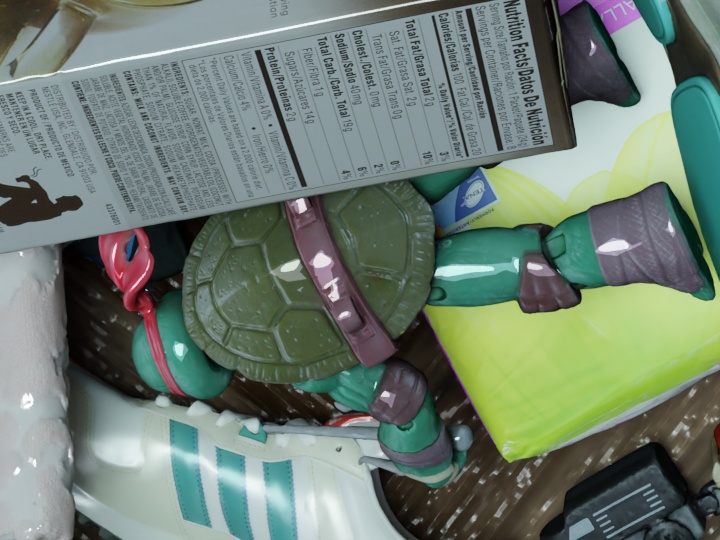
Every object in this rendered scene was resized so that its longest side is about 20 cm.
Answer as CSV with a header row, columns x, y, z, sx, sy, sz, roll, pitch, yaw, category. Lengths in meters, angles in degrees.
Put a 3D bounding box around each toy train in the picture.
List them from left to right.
x,y,z,sx,sy,sz,roll,pitch,yaw,category
0.147,0.050,0.840,0.200,0.034,0.046,-32,96,14,toy train

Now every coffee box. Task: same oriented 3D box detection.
x,y,z,sx,sy,sz,roll,pitch,yaw,category
-0.044,-0.083,0.723,0.199,0.080,0.113,-11,54,6,coffee box

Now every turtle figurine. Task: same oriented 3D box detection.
x,y,z,sx,sy,sz,roll,pitch,yaw,category
0.000,0.000,0.772,0.199,0.101,0.150,-23,92,13,turtle figurine

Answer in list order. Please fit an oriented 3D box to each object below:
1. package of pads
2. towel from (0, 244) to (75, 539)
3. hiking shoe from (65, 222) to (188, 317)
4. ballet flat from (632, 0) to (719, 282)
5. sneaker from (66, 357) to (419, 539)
x,y,z,sx,sy,sz,roll,pitch,yaw,category
0.102,-0.042,0.822,0.200,0.068,0.155,-29,90,14,package of pads
-0.167,0.010,0.835,0.191,0.032,0.201,-19,70,39,towel
-0.049,-0.087,0.857,0.087,0.074,0.200,34,101,-21,hiking shoe
0.116,-0.071,0.750,0.063,0.067,0.201,-22,92,-5,ballet flat
-0.035,0.071,0.869,0.200,0.070,0.093,39,96,2,sneaker
